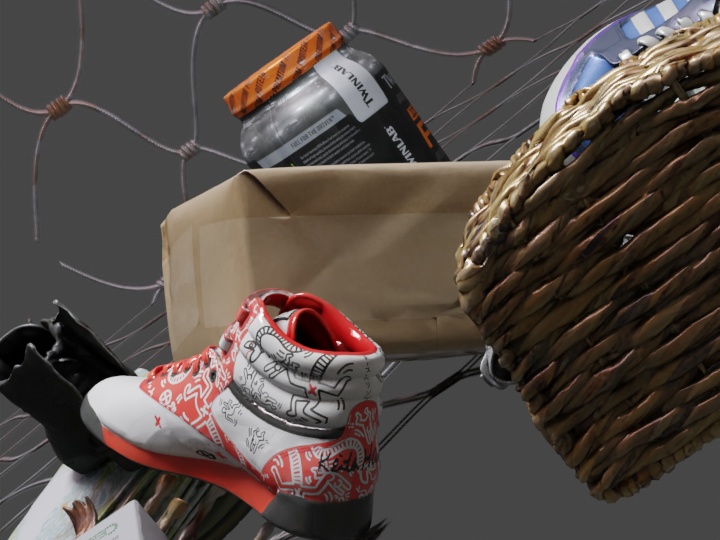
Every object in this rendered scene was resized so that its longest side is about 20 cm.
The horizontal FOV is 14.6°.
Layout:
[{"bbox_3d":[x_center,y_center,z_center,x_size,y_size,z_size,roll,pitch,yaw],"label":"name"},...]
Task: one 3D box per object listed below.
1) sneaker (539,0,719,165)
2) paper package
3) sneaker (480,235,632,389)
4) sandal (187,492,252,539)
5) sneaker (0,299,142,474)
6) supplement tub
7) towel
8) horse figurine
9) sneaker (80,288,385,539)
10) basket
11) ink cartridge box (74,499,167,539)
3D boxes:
[{"bbox_3d":[0.203,-0.132,1.576,0.200,0.081,0.146,-33,0,-27],"label":"sneaker"},{"bbox_3d":[0.000,0.000,1.569,0.190,0.104,0.200,-3,-4,-15],"label":"paper package"},{"bbox_3d":[0.121,0.019,1.342,0.082,0.075,0.200,-54,7,-23],"label":"sneaker"},{"bbox_3d":[-0.066,0.105,1.663,0.201,0.057,0.080,-40,3,-22],"label":"sandal"},{"bbox_3d":[-0.165,0.064,1.586,0.060,0.104,0.200,-54,15,-13],"label":"sneaker"},{"bbox_3d":[-0.003,-0.070,2.011,0.122,0.200,0.123,-35,7,5],"label":"supplement tub"},{"bbox_3d":[-0.146,0.139,1.648,0.171,0.048,0.200,-52,15,-10],"label":"towel"},{"bbox_3d":[-0.116,0.165,1.465,0.133,0.050,0.200,-55,22,-20],"label":"horse figurine"},{"bbox_3d":[-0.063,0.055,1.427,0.067,0.108,0.201,-6,20,-43],"label":"sneaker"},{"bbox_3d":[0.141,-0.026,1.136,0.200,0.143,0.149,-34,7,14],"label":"basket"},{"bbox_3d":[-0.130,0.191,1.326,0.095,0.037,0.200,-35,23,8],"label":"ink cartridge box"}]
